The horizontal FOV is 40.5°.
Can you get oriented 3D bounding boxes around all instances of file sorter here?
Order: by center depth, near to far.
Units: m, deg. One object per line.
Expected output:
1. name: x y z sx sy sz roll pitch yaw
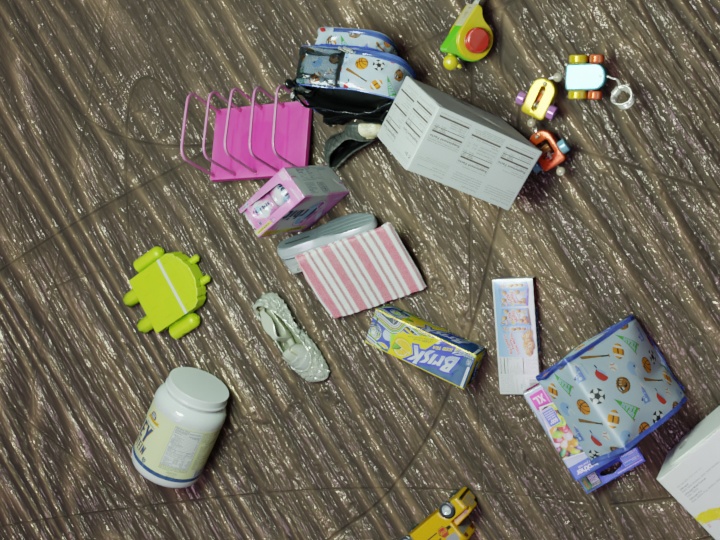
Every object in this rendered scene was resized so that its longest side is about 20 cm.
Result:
1. file sorter: -0.206 -0.249 1.749 0.199 0.125 0.140 -1 78 24

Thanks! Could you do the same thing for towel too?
1. towel: 0.000 0.000 1.733 0.199 0.030 0.147 -19 119 23

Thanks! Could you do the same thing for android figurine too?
1. android figurine: -0.381 0.041 1.935 0.200 0.041 0.182 -34 83 25

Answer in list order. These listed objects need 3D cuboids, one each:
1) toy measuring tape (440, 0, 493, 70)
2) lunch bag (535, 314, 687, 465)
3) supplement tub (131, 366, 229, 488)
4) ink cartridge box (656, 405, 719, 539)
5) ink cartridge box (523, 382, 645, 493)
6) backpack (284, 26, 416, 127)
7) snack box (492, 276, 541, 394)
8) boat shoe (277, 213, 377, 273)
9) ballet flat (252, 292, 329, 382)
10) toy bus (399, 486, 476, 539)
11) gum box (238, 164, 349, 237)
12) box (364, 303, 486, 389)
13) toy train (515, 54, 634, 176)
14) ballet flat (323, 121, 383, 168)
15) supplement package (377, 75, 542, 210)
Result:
1. toy measuring tape: 0.203 -0.412 1.606 0.073 0.074 0.200 34 92 16
2. lunch bag: 0.404 0.181 1.534 0.170 0.200 0.124 57 151 7
3. supplement tub: -0.348 0.305 1.901 0.145 0.145 0.201 31 108 17
4. ink cartridge box: 0.581 0.326 1.486 0.200 0.147 0.145 46 112 11
5. ink cartridge box: 0.372 0.260 1.616 0.119 0.042 0.200 -32 86 10
6. backpack: -0.001 -0.319 1.646 0.190 0.200 0.155 16 91 18
7. snack box: 0.268 0.111 1.663 0.072 0.024 0.201 -2 97 24
8. boat shoe: -0.052 -0.047 1.770 0.199 0.074 0.067 -14 119 25
9. ballet flat: -0.138 0.133 1.826 0.072 0.072 0.200 -40 81 23
10. toy bus: 0.135 0.477 1.752 0.078 0.065 0.200 49 113 10
11. gum box: -0.115 -0.123 1.704 0.113 0.200 0.066 -40 81 22
12. box: 0.114 0.132 1.713 0.199 0.064 0.070 24 107 19
13. toy train: 0.337 -0.255 1.567 0.200 0.056 0.150 -39 82 27
14. ballet flat: -0.008 -0.219 1.674 0.200 0.066 0.057 166 107 -67
15. supplement package: 0.154 -0.202 1.549 0.199 0.156 0.111 19 110 -26
